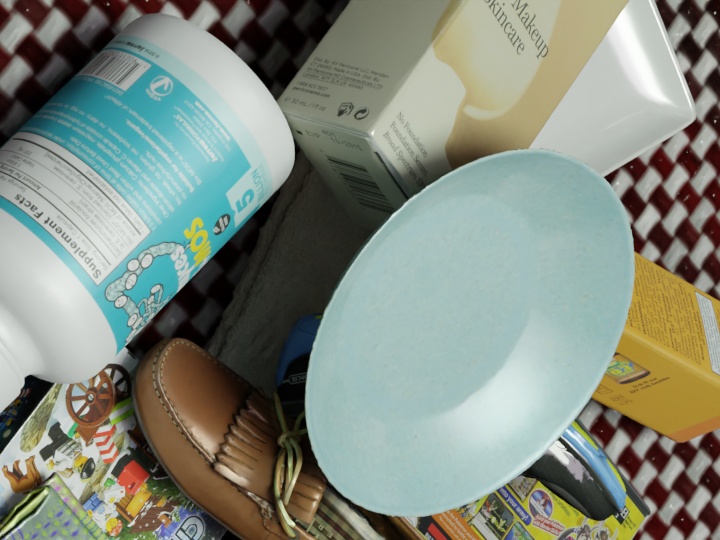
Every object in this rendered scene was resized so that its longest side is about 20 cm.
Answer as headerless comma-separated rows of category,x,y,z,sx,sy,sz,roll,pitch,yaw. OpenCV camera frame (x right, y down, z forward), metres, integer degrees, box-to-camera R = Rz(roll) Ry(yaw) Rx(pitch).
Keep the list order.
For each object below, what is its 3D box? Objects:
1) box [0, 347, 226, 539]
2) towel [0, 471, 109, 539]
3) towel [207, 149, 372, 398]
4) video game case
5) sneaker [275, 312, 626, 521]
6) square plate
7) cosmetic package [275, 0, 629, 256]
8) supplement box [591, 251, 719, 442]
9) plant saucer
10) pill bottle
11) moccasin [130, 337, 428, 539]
box,-0.156,0.142,1.338,0.137,0.038,0.200,47,70,-32
towel,-0.181,0.213,1.293,0.200,0.023,0.144,-44,120,-19
towel,0.000,0.000,1.433,0.132,0.034,0.201,32,79,-34
video game case,0.067,0.152,1.493,0.181,0.025,0.200,-54,133,-16
sneaker,0.046,0.088,1.400,0.199,0.071,0.083,22,95,-12
square plate,0.081,-0.133,1.446,0.200,0.028,0.199,-31,104,-36
cosmetic package,0.055,-0.119,1.338,0.200,0.071,0.105,-56,136,-18
supplement box,0.149,0.035,1.492,0.200,0.066,0.069,26,48,-49
plant saucer,0.046,0.025,1.309,0.200,0.039,0.202,-19,126,-29
pill bottle,-0.132,-0.022,1.284,0.200,0.111,0.111,-46,121,-20
moccasin,-0.032,0.108,1.330,0.201,0.078,0.074,48,44,-8
